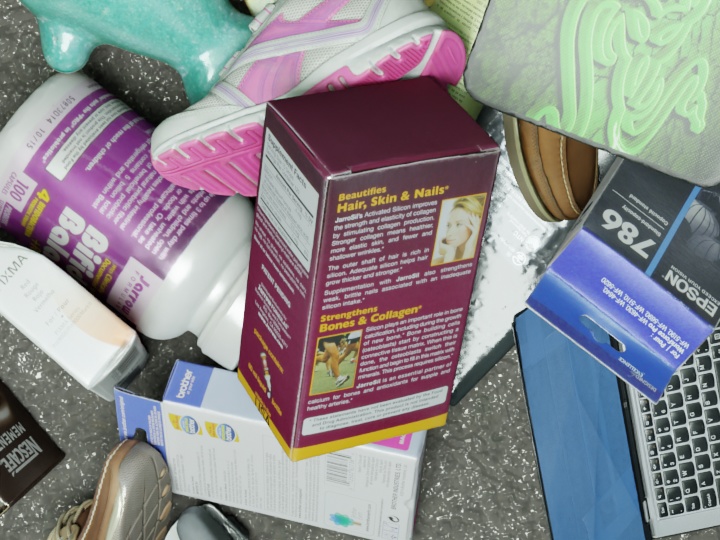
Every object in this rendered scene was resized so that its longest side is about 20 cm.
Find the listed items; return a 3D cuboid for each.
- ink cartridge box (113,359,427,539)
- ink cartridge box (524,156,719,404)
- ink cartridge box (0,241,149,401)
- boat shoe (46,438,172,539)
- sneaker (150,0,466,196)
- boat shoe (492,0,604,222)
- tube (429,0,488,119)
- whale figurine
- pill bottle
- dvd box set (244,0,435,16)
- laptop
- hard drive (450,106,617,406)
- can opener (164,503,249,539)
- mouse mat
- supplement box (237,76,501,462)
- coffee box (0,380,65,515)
[{"bbox_3d":[-0.058,0.117,1.033,0.198,0.042,0.120,10,144,5],"label":"ink cartridge box"},{"bbox_3d":[0.184,-0.026,0.941,0.099,0.201,0.039,36,147,-1],"label":"ink cartridge box"},{"bbox_3d":[-0.222,0.000,1.008,0.200,0.162,0.050,44,81,2],"label":"ink cartridge box"},{"bbox_3d":[-0.178,0.191,1.060,0.071,0.076,0.201,25,122,14],"label":"boat shoe"},{"bbox_3d":[-0.039,-0.116,0.956,0.198,0.081,0.089,-25,61,6],"label":"sneaker"},{"bbox_3d":[0.122,-0.114,0.920,0.067,0.072,0.201,4,126,26],"label":"boat shoe"},{"bbox_3d":[0.069,-0.150,0.969,0.052,0.058,0.201,26,100,-32],"label":"tube"},{"bbox_3d":[-0.135,-0.181,0.967,0.159,0.104,0.200,-44,97,1],"label":"whale figurine"},{"bbox_3d":[-0.137,-0.027,1.015,0.199,0.112,0.113,36,103,1],"label":"pill bottle"},{"bbox_3d":[-0.013,-0.210,1.008,0.145,0.029,0.202,-24,95,11],"label":"dvd box set"},{"bbox_3d":[0.197,0.087,0.969,0.198,0.116,0.189,-11,100,0],"label":"laptop"},{"bbox_3d":[0.077,-0.030,1.024,0.139,0.033,0.200,43,102,-1],"label":"hard drive"},{"bbox_3d":[-0.058,0.240,1.078,0.053,0.067,0.200,-43,96,11],"label":"can opener"},{"bbox_3d":[0.156,-0.158,0.855,0.160,0.008,0.202,21,115,5],"label":"mouse mat"},{"bbox_3d":[0.000,0.000,0.925,0.109,0.086,0.202,-11,129,-26],"label":"supplement box"},{"bbox_3d":[-0.303,0.086,1.059,0.080,0.113,0.200,-39,93,13],"label":"coffee box"}]
